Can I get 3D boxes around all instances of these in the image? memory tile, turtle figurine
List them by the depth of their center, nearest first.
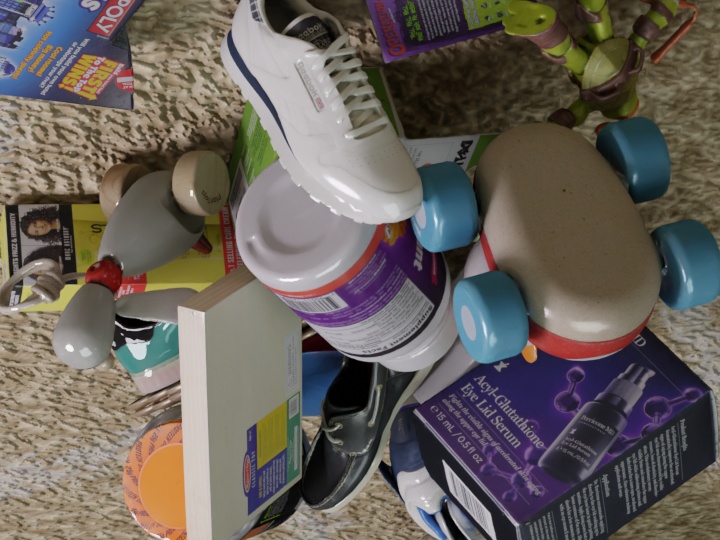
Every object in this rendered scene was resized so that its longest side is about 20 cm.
[{"bbox_3d":[0.163,-0.146,1.462,0.200,0.064,0.161,-43,138,0],"label":"turtle figurine"},{"bbox_3d":[-0.102,0.074,1.672,0.153,0.017,0.200,-29,-178,-25],"label":"memory tile"}]

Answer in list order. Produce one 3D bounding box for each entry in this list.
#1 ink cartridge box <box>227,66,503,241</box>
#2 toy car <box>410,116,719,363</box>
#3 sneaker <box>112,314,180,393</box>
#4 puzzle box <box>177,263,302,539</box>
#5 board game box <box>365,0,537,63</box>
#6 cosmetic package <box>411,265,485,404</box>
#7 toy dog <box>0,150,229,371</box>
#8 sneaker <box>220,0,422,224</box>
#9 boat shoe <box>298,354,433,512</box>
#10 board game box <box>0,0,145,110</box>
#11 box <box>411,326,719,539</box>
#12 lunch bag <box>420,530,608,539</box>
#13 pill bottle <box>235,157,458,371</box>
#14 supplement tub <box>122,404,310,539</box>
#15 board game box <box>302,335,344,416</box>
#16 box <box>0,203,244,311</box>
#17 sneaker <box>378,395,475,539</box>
[{"bbox_3d":[0.009,-0.082,1.551,0.199,0.076,0.148,-5,145,-19],"label":"ink cartridge box"},{"bbox_3d":[0.133,0.011,1.469,0.184,0.177,0.200,-15,152,-16],"label":"toy car"},{"bbox_3d":[-0.116,0.019,1.657,0.200,0.071,0.080,-31,108,1],"label":"sneaker"},{"bbox_3d":[-0.088,0.095,1.522,0.025,0.133,0.201,13,116,27],"label":"puzzle box"},{"bbox_3d":[0.051,-0.229,1.393,0.120,0.032,0.200,-18,145,2],"label":"board game box"},{"bbox_3d":[0.126,0.034,1.683,0.102,0.074,0.200,24,107,-50],"label":"cosmetic package"},{"bbox_3d":[-0.162,0.001,1.512,0.200,0.132,0.096,-50,130,-20],"label":"toy dog"},{"bbox_3d":[-0.023,-0.118,1.388,0.076,0.200,0.081,-25,157,-40],"label":"sneaker"},{"bbox_3d":[-0.009,0.113,1.660,0.067,0.072,0.201,4,124,-41],"label":"boat shoe"},{"bbox_3d":[-0.213,-0.184,1.346,0.199,0.062,0.200,15,137,-35],"label":"board game box"},{"bbox_3d":[0.167,0.132,1.637,0.200,0.148,0.105,-34,142,-14],"label":"box"},{"bbox_3d":[0.158,0.308,2.097,0.199,0.140,0.168,-25,144,17],"label":"lunch bag"},{"bbox_3d":[0.000,0.000,1.496,0.111,0.112,0.200,-23,147,16],"label":"pill bottle"},{"bbox_3d":[-0.119,0.167,1.678,0.122,0.123,0.200,-20,175,11],"label":"supplement tub"},{"bbox_3d":[-0.043,0.083,1.770,0.199,0.039,0.158,-20,156,36],"label":"board game box"},{"bbox_3d":[-0.181,-0.011,1.589,0.199,0.076,0.050,0,155,-16],"label":"box"},{"bbox_3d":[0.089,0.214,1.934,0.080,0.147,0.200,-23,144,16],"label":"sneaker"}]
